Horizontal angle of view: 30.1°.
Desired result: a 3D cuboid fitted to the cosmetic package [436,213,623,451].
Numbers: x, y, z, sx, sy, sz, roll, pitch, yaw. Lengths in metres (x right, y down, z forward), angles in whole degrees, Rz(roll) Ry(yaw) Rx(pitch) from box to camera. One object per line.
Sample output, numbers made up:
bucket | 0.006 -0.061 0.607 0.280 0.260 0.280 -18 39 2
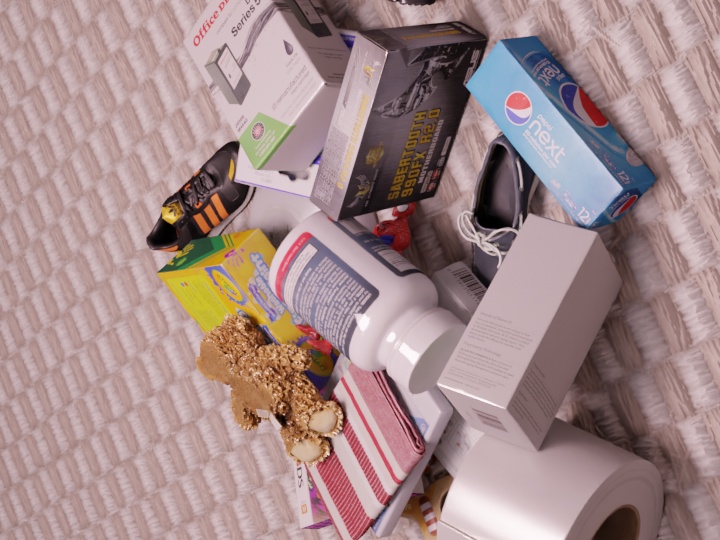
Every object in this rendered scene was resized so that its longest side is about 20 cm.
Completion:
cosmetic package | 0.169 0.060 1.299 0.085 0.200 0.108 17 158 34

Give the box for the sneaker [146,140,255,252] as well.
sneaker | -0.208 -0.086 1.718 0.070 0.090 0.200 56 134 17

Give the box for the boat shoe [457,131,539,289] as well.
boat shoe | 0.145 -0.053 1.400 0.075 0.062 0.200 30 124 29

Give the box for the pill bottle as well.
pill bottle | 0.011 0.035 1.400 0.200 0.120 0.120 40 127 27

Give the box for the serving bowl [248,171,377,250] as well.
serving bowl | -0.070 -0.039 1.616 0.200 0.066 0.200 15 112 42

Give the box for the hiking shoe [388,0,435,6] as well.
hiking shoe | 0.014 -0.364 1.442 0.200 0.076 0.101 33 115 23

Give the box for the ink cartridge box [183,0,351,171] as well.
ink cartridge box | -0.097 -0.233 1.505 0.146 0.084 0.200 -48 62 34

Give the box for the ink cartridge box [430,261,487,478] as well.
ink cartridge box | 0.109 0.114 1.454 0.160 0.047 0.200 50 139 24

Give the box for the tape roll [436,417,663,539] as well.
tape roll | 0.193 0.256 1.345 0.139 0.203 0.203 23 117 37

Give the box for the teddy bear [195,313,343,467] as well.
teddy bear | -0.098 0.135 1.538 0.200 0.067 0.145 27 130 30

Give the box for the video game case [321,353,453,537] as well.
video game case | 0.018 0.166 1.503 0.182 0.022 0.200 54 135 39

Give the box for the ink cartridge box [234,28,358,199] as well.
ink cartridge box | -0.060 -0.186 1.560 0.198 0.043 0.200 16 103 40

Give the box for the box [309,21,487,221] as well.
box | 0.039 -0.159 1.406 0.048 0.158 0.200 38 125 31

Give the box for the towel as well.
towel | -0.001 0.202 1.497 0.144 0.023 0.200 61 140 30

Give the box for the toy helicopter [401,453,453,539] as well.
toy helicopter | 0.077 0.265 1.549 0.200 0.079 0.132 0 90 40

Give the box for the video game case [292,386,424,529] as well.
video game case | -0.011 0.201 1.604 0.200 0.036 0.182 -27 63 44

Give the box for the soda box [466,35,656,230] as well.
soda box | 0.197 -0.138 1.323 0.200 0.064 0.068 54 132 19

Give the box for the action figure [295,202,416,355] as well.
action figure | 0.000 0.000 1.526 0.200 0.052 0.065 -52 27 5

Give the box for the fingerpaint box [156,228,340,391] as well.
fingerpaint box | -0.128 0.051 1.623 0.167 0.073 0.200 -7 124 55
